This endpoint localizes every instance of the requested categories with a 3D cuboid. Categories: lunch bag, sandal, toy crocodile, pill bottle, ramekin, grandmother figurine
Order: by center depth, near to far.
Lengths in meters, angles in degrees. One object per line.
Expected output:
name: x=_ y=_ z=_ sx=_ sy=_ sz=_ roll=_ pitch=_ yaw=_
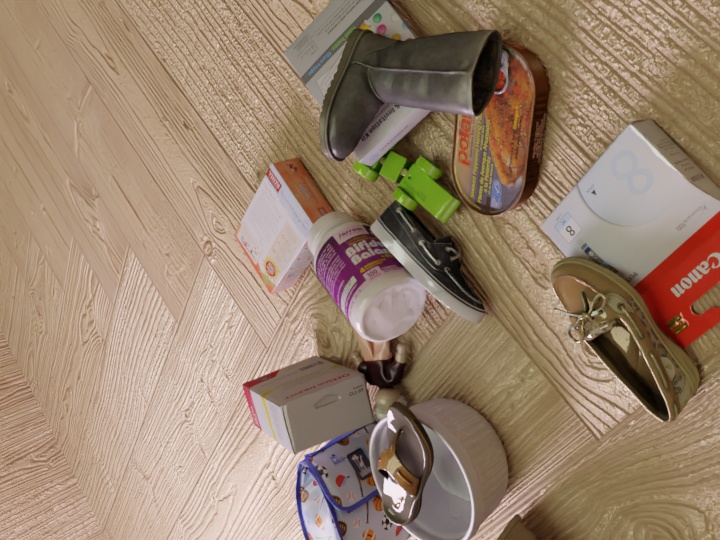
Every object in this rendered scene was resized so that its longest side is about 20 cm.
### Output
toy crocodile: x=0.055 y=-0.135 z=0.974 sx=0.200 sy=0.062 sz=0.068 roll=39 pitch=106 yaw=26
sandal: x=0.049 y=0.273 z=0.978 sx=0.082 sy=0.054 sz=0.201 roll=32 pitch=127 yaw=37
ramekin: x=0.117 y=0.278 z=1.028 sx=0.199 sy=0.105 sz=0.202 roll=22 pitch=121 yaw=42
pill bottle: x=0.000 y=0.000 z=1.032 sx=0.200 sy=0.112 sz=0.113 roll=51 pitch=138 yaw=44
grandmother figurine: x=0.026 y=0.137 z=1.115 sx=0.121 sy=0.060 sz=0.201 roll=-13 pitch=92 yaw=59
lunch bag: x=-0.009 y=0.362 z=1.153 sx=0.123 sy=0.169 sz=0.201 roll=-8 pitch=98 yaw=46

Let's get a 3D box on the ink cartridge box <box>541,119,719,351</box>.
ink cartridge box: x=0.302 y=-0.029 z=0.743 sx=0.200 sy=0.047 sz=0.160 roll=55 pitch=138 yaw=21

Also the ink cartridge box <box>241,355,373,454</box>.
ink cartridge box: x=-0.088 y=0.212 z=1.167 sx=0.200 sy=0.144 sz=0.084 roll=3 pitch=109 yaw=65

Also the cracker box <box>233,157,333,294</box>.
cracker box: x=-0.129 y=-0.071 z=1.207 sx=0.134 sy=0.057 sz=0.200 roll=56 pitch=139 yaw=16

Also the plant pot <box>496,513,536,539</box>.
plant pot: x=0.228 y=0.455 z=0.924 sx=0.183 sy=0.200 sz=0.201 roll=31 pitch=127 yaw=23

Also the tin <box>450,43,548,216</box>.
tin: x=0.163 y=-0.166 z=0.856 sx=0.112 sy=0.042 sz=0.201 roll=22 pitch=120 yaw=38

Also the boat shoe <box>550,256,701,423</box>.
boat shoe: x=0.275 y=0.070 z=0.765 sx=0.200 sy=0.063 sz=0.073 roll=45 pitch=144 yaw=7

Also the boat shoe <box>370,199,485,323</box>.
boat shoe: x=0.102 y=-0.016 z=0.964 sx=0.200 sy=0.072 sz=0.068 roll=46 pitch=105 yaw=20

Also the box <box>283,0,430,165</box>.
box: x=0.008 y=-0.264 z=0.945 sx=0.156 sy=0.041 sz=0.201 roll=-40 pitch=73 yaw=22

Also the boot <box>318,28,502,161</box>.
boot: x=0.056 y=-0.201 z=0.850 sx=0.199 sy=0.072 sz=0.183 roll=19 pitch=99 yaw=30
